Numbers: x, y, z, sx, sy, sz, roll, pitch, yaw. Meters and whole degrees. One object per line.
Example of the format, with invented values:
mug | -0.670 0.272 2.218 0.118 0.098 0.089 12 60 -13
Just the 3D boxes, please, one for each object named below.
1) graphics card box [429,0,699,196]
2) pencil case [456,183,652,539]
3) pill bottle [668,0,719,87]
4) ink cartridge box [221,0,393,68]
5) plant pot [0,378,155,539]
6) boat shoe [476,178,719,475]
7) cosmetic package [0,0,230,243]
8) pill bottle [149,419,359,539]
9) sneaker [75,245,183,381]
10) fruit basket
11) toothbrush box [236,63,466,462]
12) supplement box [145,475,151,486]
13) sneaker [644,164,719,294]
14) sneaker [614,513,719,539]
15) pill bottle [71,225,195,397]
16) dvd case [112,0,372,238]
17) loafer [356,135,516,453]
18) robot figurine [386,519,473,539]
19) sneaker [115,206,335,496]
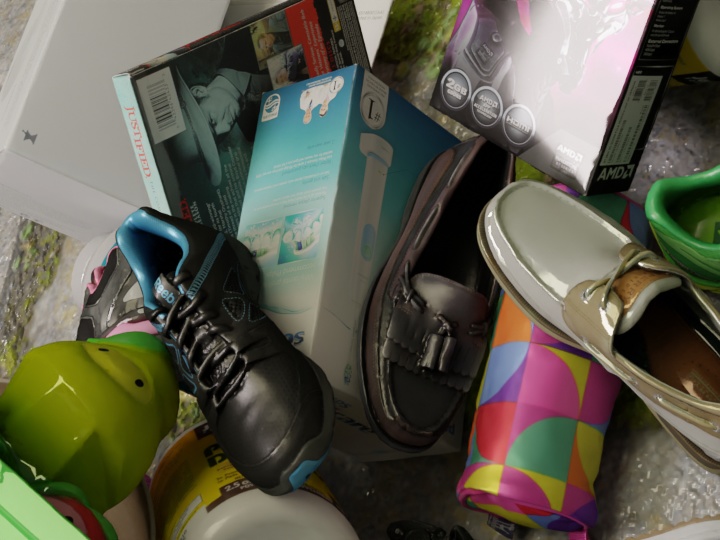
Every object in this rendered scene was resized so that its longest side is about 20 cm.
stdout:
graphics card box | 0.122 -0.157 0.881 0.125 0.051 0.202 34 118 33
pencil case | 0.112 0.053 0.908 0.088 0.088 0.202 -2 67 42
pill bottle | 0.177 -0.164 0.941 0.198 0.114 0.116 -3 66 42
ink cartridge box | -0.054 -0.125 1.186 0.198 0.045 0.178 7 73 44
plant pot | -0.223 0.185 0.944 0.135 0.197 0.202 105 161 -54
boat shoe | 0.144 0.018 0.838 0.200 0.069 0.075 42 75 15
cosmetic package | -0.201 -0.143 1.228 0.200 0.122 0.202 -16 53 69
pill bottle | -0.068 0.152 0.953 0.110 0.109 0.200 -57 18 2
sneaker | -0.157 0.049 1.036 0.200 0.078 0.096 -50 51 54
fruit basket | -0.175 0.101 0.850 0.212 0.156 0.219 -1 69 3
toothbrush box | 0.000 0.000 0.993 0.085 0.146 0.203 -12 61 39
supplement box | -0.194 0.181 1.105 0.199 0.103 0.102 30 90 48
sneaker | 0.236 -0.027 0.831 0.198 0.083 0.075 -8 62 39
sneaker | 0.137 0.181 0.755 0.197 0.071 0.109 -5 41 -3
pill bottle | -0.121 0.025 1.116 0.199 0.110 0.112 17 80 46
dvd case | -0.060 -0.088 1.026 0.022 0.148 0.199 2 26 43
loafer | 0.048 0.005 0.923 0.063 0.071 0.202 -43 27 55
robot figurine | 0.050 0.231 0.882 0.146 0.058 0.200 -56 43 3
sneaker | -0.081 0.042 0.879 0.073 0.082 0.201 -47 45 12
